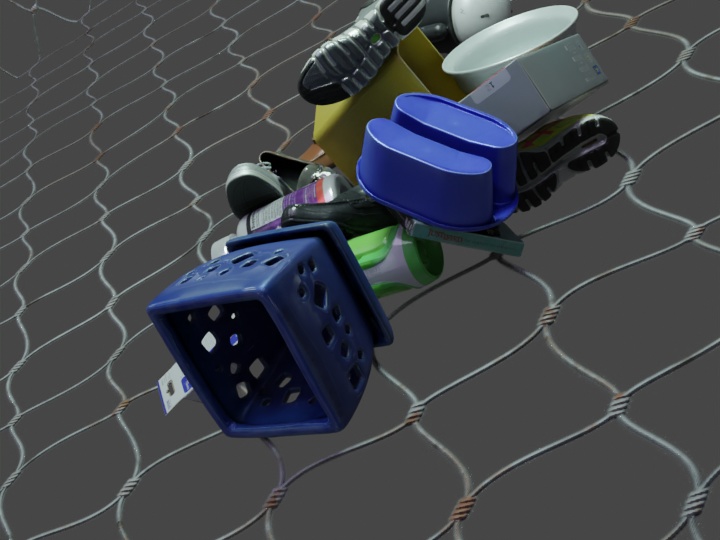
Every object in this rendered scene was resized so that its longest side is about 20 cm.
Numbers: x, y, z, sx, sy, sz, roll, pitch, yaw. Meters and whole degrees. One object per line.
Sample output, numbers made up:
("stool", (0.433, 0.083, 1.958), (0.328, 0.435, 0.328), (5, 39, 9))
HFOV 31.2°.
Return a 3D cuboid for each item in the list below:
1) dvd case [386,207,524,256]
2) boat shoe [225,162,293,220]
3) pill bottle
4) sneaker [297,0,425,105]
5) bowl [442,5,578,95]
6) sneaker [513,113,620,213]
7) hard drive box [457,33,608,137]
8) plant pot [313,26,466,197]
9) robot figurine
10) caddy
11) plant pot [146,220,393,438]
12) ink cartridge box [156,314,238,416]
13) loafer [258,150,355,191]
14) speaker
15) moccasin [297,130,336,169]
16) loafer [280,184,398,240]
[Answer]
("dvd case", (0.098, -0.072, 1.566), (0.200, 0.145, 0.022), (-125, 48, -64))
("boat shoe", (-0.132, -0.104, 1.783), (0.074, 0.202, 0.065), (-24, 66, 15))
("pill bottle", (-0.096, -0.040, 1.725), (0.199, 0.112, 0.112), (-24, 28, 17))
("sneaker", (-0.003, -0.292, 1.679), (0.200, 0.075, 0.116), (-40, 17, 1))
("bowl", (0.221, -0.283, 1.794), (0.200, 0.091, 0.201), (-22, 23, 10))
("sneaker", (0.221, -0.136, 1.596), (0.198, 0.079, 0.090), (-22, 21, 7))
("hard drive box", (0.198, -0.207, 1.608), (0.155, 0.077, 0.200), (-34, -2, 35))
("plant pot", (0.043, -0.213, 1.788), (0.176, 0.200, 0.201), (-34, 25, 19))
("robot figurine", (0.146, -0.386, 2.025), (0.199, 0.125, 0.151), (-2, 57, 45))
("caddy", (0.090, -0.118, 1.494), (0.199, 0.106, 0.141), (25, 44, 23))
("plant pot", (-0.089, 0.058, 1.473), (0.199, 0.201, 0.180), (-8, 30, 40))
("ink cartridge box", (-0.175, 0.101, 1.640), (0.200, 0.037, 0.095), (-43, 27, 4))
("loafer", (-0.083, -0.128, 1.883), (0.199, 0.063, 0.072), (22, 69, 48))
("speaker", (0.000, 0.000, 1.587), (0.199, 0.089, 0.089), (-17, 31, 29))
("moccasin", (-0.029, -0.224, 1.986), (0.201, 0.078, 0.074), (-42, 30, -5))
("loafer", (-0.009, -0.071, 1.621), (0.199, 0.071, 0.068), (1, -19, -27))
